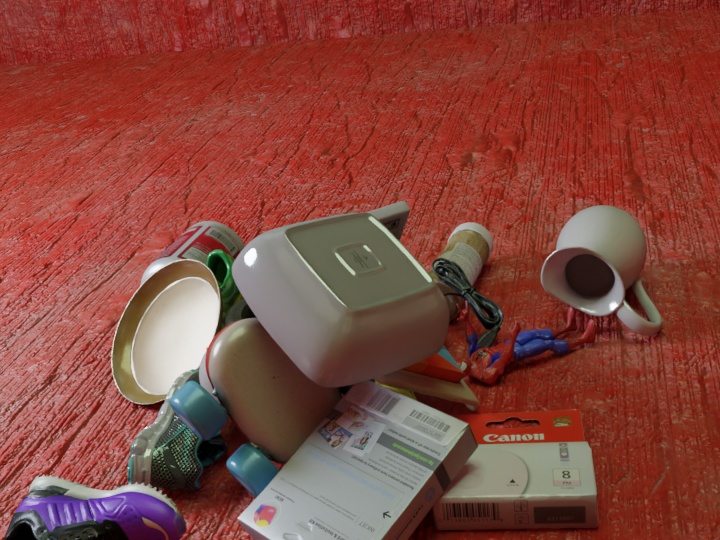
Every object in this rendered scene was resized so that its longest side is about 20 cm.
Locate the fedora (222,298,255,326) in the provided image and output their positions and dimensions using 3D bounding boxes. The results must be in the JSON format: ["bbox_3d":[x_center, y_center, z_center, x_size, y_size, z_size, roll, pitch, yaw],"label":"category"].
[{"bbox_3d":[-0.087,0.084,1.280,0.176,0.091,0.200,-8,16,-5],"label":"fedora"}]

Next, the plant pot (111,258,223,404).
[{"bbox_3d":[-0.249,0.082,1.285,0.199,0.027,0.201,-19,57,31],"label":"plant pot"}]

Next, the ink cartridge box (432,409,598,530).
[{"bbox_3d":[0.160,0.191,1.036,0.161,0.057,0.200,-4,30,9],"label":"ink cartridge box"}]

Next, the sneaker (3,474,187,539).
[{"bbox_3d":[-0.272,0.269,0.986,0.199,0.070,0.100,-1,32,24],"label":"sneaker"}]

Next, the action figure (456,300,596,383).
[{"bbox_3d":[0.195,0.074,1.219,0.199,0.100,0.065,-21,27,-20],"label":"action figure"}]

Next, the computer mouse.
[{"bbox_3d":[0.089,0.087,1.276,0.200,0.046,0.140,-39,65,-21],"label":"computer mouse"}]

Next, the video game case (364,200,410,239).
[{"bbox_3d":[-0.036,-0.014,1.396,0.199,0.182,0.023,-19,63,-22],"label":"video game case"}]

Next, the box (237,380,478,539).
[{"bbox_3d":[-0.002,0.210,0.974,0.155,0.041,0.200,18,54,42],"label":"box"}]

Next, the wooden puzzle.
[{"bbox_3d":[0.042,0.074,1.135,0.200,0.037,0.185,25,21,-44],"label":"wooden puzzle"}]

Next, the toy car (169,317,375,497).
[{"bbox_3d":[-0.118,0.133,1.122,0.184,0.177,0.200,-45,14,-18],"label":"toy car"}]

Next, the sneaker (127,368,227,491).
[{"bbox_3d":[-0.194,0.190,1.137,0.091,0.078,0.200,13,32,6],"label":"sneaker"}]

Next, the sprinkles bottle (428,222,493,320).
[{"bbox_3d":[0.139,0.000,1.420,0.068,0.069,0.200,3,27,21],"label":"sprinkles bottle"}]

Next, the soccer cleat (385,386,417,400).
[{"bbox_3d":[0.042,0.159,1.136,0.083,0.065,0.200,12,26,1],"label":"soccer cleat"}]

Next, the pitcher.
[{"bbox_3d":[0.338,0.002,1.321,0.171,0.121,0.200,40,30,4],"label":"pitcher"}]

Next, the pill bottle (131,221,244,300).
[{"bbox_3d":[-0.254,0.014,1.453,0.112,0.113,0.200,1,27,19],"label":"pill bottle"}]

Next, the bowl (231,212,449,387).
[{"bbox_3d":[-0.012,0.013,1.032,0.199,0.075,0.200,-14,50,-40],"label":"bowl"}]

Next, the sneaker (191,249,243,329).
[{"bbox_3d":[-0.207,0.058,1.334,0.074,0.084,0.201,-10,50,20],"label":"sneaker"}]
